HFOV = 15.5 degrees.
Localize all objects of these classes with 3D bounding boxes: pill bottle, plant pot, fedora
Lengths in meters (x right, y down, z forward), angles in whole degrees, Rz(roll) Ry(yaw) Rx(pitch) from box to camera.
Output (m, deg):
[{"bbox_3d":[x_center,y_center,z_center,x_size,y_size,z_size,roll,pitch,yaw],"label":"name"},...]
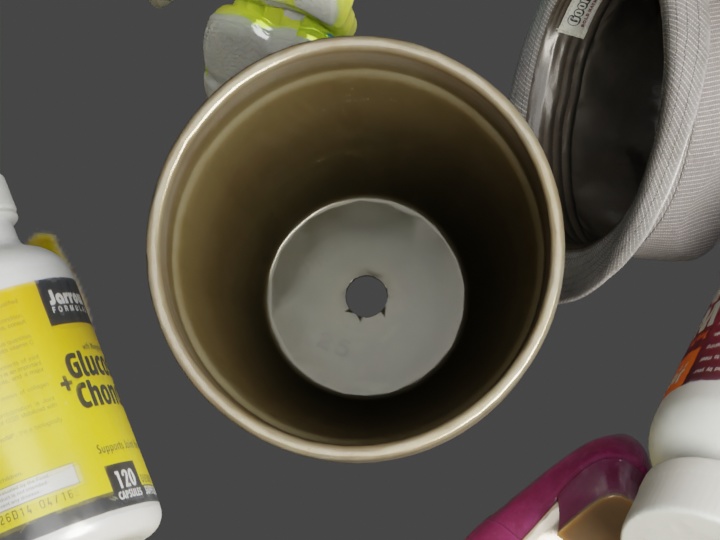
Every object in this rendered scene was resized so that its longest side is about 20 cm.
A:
[{"bbox_3d":[0.201,0.063,1.235,0.109,0.110,0.200,28,58,6],"label":"pill bottle"},{"bbox_3d":[0.000,0.000,1.315,0.198,0.174,0.202,0,82,2],"label":"plant pot"},{"bbox_3d":[-0.184,0.057,1.343,0.111,0.112,0.201,-22,82,-2],"label":"pill bottle"},{"bbox_3d":[0.148,-0.074,1.348,0.090,0.177,0.201,11,81,-26],"label":"fedora"}]

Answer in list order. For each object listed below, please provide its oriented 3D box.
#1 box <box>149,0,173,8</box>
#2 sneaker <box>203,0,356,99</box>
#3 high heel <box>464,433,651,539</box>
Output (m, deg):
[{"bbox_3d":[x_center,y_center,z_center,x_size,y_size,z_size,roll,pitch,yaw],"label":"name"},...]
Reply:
[{"bbox_3d":[-0.098,-0.209,1.337,0.095,0.200,0.078,-33,82,-3],"label":"box"},{"bbox_3d":[-0.021,-0.156,1.361,0.075,0.201,0.105,28,48,7],"label":"sneaker"},{"bbox_3d":[0.067,0.156,1.363,0.067,0.096,0.200,45,107,-8],"label":"high heel"}]
